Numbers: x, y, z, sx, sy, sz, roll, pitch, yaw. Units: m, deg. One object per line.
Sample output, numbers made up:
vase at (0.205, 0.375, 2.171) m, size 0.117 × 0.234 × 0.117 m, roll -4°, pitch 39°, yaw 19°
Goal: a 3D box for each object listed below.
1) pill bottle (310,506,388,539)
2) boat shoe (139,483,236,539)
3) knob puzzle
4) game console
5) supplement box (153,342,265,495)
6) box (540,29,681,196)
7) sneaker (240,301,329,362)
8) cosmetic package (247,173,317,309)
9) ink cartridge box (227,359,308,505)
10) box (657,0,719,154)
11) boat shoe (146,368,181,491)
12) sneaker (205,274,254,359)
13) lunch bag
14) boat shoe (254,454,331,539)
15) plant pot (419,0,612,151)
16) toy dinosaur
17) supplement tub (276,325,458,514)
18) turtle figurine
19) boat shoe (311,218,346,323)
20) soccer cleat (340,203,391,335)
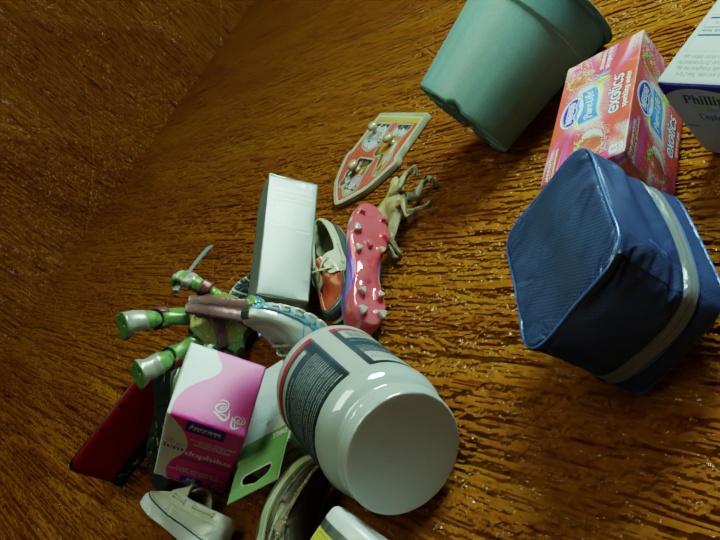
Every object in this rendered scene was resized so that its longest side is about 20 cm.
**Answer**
pill bottle at (-0.035, 0.324, 0.720) m, size 0.202 × 0.111 × 0.111 m, roll -55°, pitch 27°, yaw -9°
boat shoe at (-0.222, 0.316, 1.066) m, size 0.199 × 0.071 × 0.070 m, roll 4°, pitch 52°, yaw 56°
knob puzzle at (0.013, -0.195, 1.397) m, size 0.218 × 0.030 × 0.222 m, roll -37°, pitch 30°, yaw 25°
game console at (-0.385, 0.239, 1.356) m, size 0.201 × 0.118 × 0.172 m, roll -51°, pitch 27°, yaw -4°
supplement box at (-0.196, 0.195, 1.048) m, size 0.201 × 0.099 × 0.105 m, roll 115°, pitch 171°, yaw -51°
box at (0.268, -0.141, 0.856) m, size 0.099 × 0.095 × 0.202 m, roll -22°, pitch 36°, yaw 43°
sneaker at (-0.062, 0.105, 0.954) m, size 0.074 × 0.199 × 0.088 m, roll -6°, pitch 58°, yaw 53°
cosmetic package at (-0.119, -0.028, 1.237) m, size 0.107 × 0.088 × 0.203 m, roll 124°, pitch 155°, yaw -58°
ink cartridge box at (-0.092, 0.200, 1.019) m, size 0.103 × 0.059 × 0.202 m, roll -32°, pitch 32°, yaw 35°
box at (0.405, -0.201, 0.720) m, size 0.201 × 0.105 × 0.184 m, roll -51°, pitch 27°, yaw -4°
boat shoe at (-0.272, 0.228, 1.234) m, size 0.075 × 0.073 × 0.204 m, roll -15°, pitch 67°, yaw 44°
sneaker at (-0.215, 0.093, 1.330) m, size 0.086 × 0.077 × 0.202 m, roll -16°, pitch 42°, yaw 52°
lunch bag at (0.222, -0.002, 0.722) m, size 0.137 × 0.131 × 0.202 m, roll -54°, pitch 19°, yaw 35°
boat shoe at (-0.074, 0.301, 0.869) m, size 0.074 × 0.075 × 0.205 m, roll 13°, pitch 71°, yaw 45°
plant pot at (0.189, -0.279, 1.073) m, size 0.197 × 0.199 × 0.200 m, roll -53°, pitch 26°, yaw 8°
toy dinosaur at (0.057, -0.109, 1.189) m, size 0.101 × 0.058 × 0.202 m, roll -35°, pitch 30°, yaw 29°
supplement tub at (0.002, 0.149, 0.851) m, size 0.141 × 0.140 × 0.200 m, roll -51°, pitch 26°, yaw -4°
turtle figurine at (-0.234, 0.081, 1.120) m, size 0.191 × 0.147 × 0.199 m, roll -17°, pitch 30°, yaw -33°
boat shoe at (-0.044, -0.003, 1.204) m, size 0.071 × 0.062 × 0.202 m, roll -35°, pitch 32°, yaw 22°
soccer cleat at (0.000, 0.000, 1.106) m, size 0.076 × 0.066 × 0.203 m, roll -44°, pitch 37°, yaw 46°
